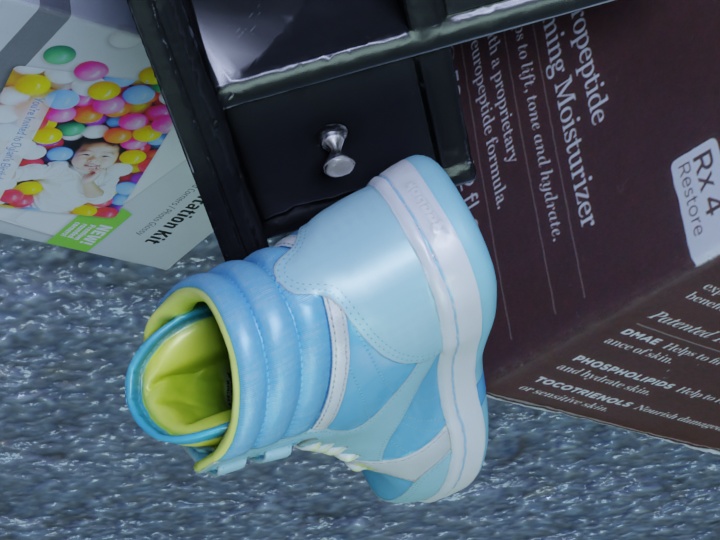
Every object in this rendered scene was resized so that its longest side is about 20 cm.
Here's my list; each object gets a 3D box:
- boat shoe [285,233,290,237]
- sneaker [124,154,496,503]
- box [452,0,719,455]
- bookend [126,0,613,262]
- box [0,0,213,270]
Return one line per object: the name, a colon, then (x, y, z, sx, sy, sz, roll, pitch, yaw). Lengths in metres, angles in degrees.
boat shoe: (0.000, 0.000, 1.051, 0.063, 0.071, 0.200, -1, 160, -11)
sneaker: (-0.022, 0.044, 0.830, 0.130, 0.080, 0.200, -24, 149, -14)
box: (0.154, -0.047, 0.882, 0.164, 0.167, 0.200, 16, 144, -39)
bookend: (0.024, -0.100, 0.786, 0.198, 0.092, 0.200, -15, 147, 0)
box: (-0.124, -0.068, 0.912, 0.199, 0.041, 0.156, 13, 146, -36)
